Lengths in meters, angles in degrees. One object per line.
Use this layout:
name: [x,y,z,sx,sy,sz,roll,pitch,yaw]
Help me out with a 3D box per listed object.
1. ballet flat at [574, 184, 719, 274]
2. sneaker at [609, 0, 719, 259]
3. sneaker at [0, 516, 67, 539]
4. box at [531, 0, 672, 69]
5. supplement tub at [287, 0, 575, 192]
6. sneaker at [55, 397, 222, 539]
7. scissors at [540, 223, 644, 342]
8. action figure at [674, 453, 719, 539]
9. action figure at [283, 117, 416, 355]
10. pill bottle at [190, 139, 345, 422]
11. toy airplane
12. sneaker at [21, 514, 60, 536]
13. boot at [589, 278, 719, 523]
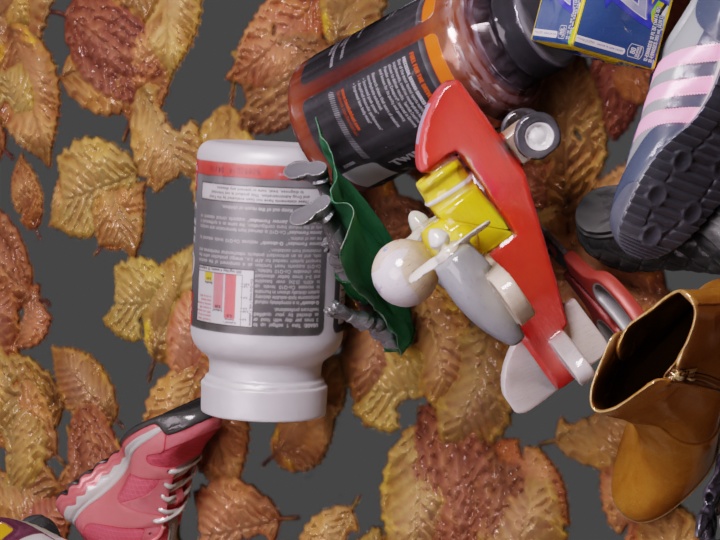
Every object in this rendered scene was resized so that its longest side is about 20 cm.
ballet flat: [0.233,-0.024,1.434,0.199,0.057,0.067,8,70,34]
sneaker: [0.210,-0.103,1.413,0.201,0.070,0.082,-60,34,1]
sneaker: [-0.262,0.244,1.739,0.199,0.090,0.075,11,92,15]
box: [0.174,-0.235,1.416,0.070,0.064,0.201,-155,79,-69]
supplement tub: [0.052,-0.135,1.526,0.200,0.107,0.107,-24,77,36]
sneaker: [-0.159,0.171,1.751,0.200,0.074,0.087,-41,78,40]
scissors: [0.142,-0.011,1.501,0.200,0.014,0.073,57,163,25]
action figure: [0.266,0.138,1.378,0.119,0.102,0.201,24,134,27]
action figure: [0.000,0.000,1.541,0.054,0.200,0.119,-16,51,12]
pill bottle: [-0.068,0.006,1.626,0.115,0.116,0.201,7,96,38]
toy airplane: [0.079,0.001,1.447,0.140,0.200,0.200,-15,53,-3]
sneaker: [-0.233,0.296,1.814,0.084,0.074,0.201,-13,92,31]
boot: [0.185,0.086,1.407,0.071,0.144,0.202,44,118,29]
